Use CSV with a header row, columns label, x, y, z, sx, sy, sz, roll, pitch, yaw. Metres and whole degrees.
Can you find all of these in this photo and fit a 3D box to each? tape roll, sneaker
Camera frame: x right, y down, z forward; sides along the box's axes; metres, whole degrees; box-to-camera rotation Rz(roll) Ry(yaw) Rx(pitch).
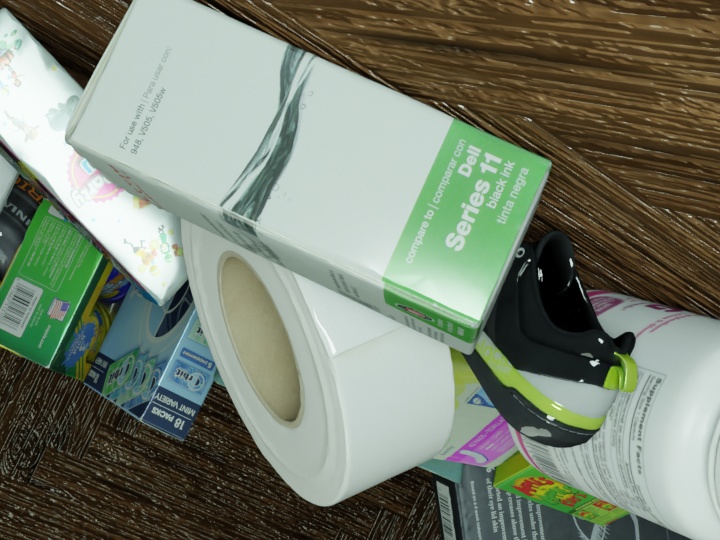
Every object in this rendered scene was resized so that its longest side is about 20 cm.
label,x,y,z,sx,sy,sz,roll,pitch,yaw
tape roll,-0.028,0.027,0.950,0.203,0.070,0.204,49,151,40
sneaker,0.084,0.006,0.898,0.071,0.083,0.200,7,-145,-44

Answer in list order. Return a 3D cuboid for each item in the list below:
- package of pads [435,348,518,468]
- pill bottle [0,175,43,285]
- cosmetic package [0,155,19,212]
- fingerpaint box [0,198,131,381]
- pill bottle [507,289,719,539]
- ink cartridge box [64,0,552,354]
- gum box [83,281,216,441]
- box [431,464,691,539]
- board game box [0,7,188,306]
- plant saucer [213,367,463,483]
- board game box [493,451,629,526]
label,x,y,z,sx,sy,sz,roll,pitch,yaw
package of pads,0.040,0.070,1.151,0.198,0.069,0.155,12,150,-19
pill bottle,-0.302,-0.042,1.438,0.105,0.201,0.107,12,132,14
cosmetic package,-0.347,-0.109,1.248,0.167,0.167,0.200,28,175,-25
fingerpaint box,-0.219,-0.012,1.404,0.073,0.201,0.167,24,174,11
pill bottle,0.176,0.081,0.896,0.113,0.114,0.200,29,174,-31
ink cartridge box,-0.021,-0.043,0.782,0.199,0.084,0.147,25,175,5
gum box,-0.137,0.020,1.327,0.044,0.201,0.170,27,175,-24
box,0.167,0.194,1.412,0.198,0.149,0.104,-8,180,-9
board game box,-0.186,-0.070,1.111,0.200,0.064,0.147,45,173,-8
plant saucer,-0.008,0.089,1.231,0.199,0.070,0.019,23,132,-11
board game box,0.188,0.132,1.258,0.101,0.048,0.200,21,153,-13
